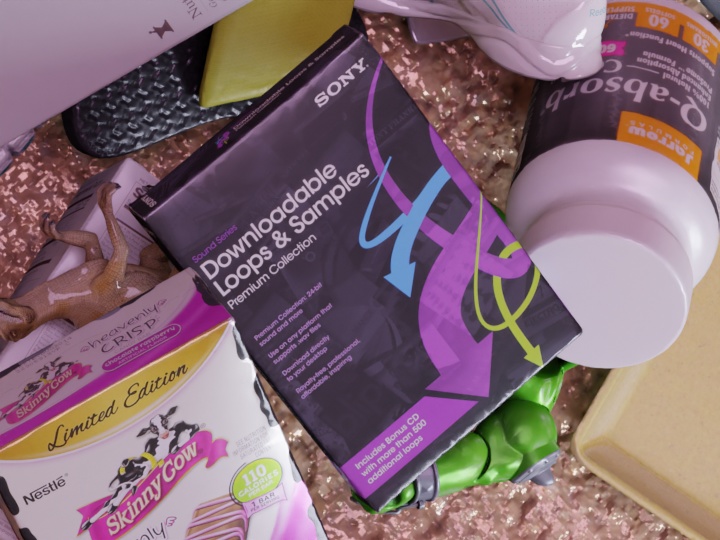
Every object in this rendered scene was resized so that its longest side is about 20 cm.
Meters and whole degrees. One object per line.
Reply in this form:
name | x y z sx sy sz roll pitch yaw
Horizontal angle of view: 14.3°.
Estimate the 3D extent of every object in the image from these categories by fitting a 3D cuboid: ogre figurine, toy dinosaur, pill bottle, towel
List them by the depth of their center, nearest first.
toy dinosaur | -0.097 0.012 1.436 0.199 0.058 0.102 12 95 -22
towel | -0.033 -0.172 1.480 0.086 0.201 0.018 -13 49 -29
pill bottle | 0.140 -0.049 1.545 0.116 0.116 0.200 30 41 -13
ogre figurine | 0.058 0.042 1.562 0.119 0.098 0.201 15 47 -16

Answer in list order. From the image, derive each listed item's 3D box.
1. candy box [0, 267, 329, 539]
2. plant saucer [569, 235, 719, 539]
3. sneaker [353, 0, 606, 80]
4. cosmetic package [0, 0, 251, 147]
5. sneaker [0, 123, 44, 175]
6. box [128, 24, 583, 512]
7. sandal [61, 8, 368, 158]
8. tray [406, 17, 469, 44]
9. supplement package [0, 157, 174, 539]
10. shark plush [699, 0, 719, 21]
candy box | -0.096 0.117 1.389 0.136 0.061 0.201 -30 125 -11
plant saucer | 0.236 0.074 1.646 0.200 0.048 0.200 34 77 -11
sneaker | 0.048 -0.171 1.539 0.070 0.200 0.081 -35 140 -52
cosmetic package | -0.150 -0.148 1.399 0.200 0.081 0.113 -32 118 12
sneaker | -0.232 -0.067 1.498 0.091 0.078 0.200 41 74 -6
box | 0.000 0.000 1.418 0.143 0.036 0.200 -41 110 -7
sandal | -0.082 -0.112 1.553 0.199 0.045 0.075 -18 112 -32
tray | 0.107 -0.197 1.640 0.199 0.022 0.108 -13 90 -18
supplement package | -0.140 0.058 1.495 0.114 0.109 0.200 35 76 -12
shark plush | 0.180 -0.177 1.619 0.199 0.091 0.084 15 111 -21
